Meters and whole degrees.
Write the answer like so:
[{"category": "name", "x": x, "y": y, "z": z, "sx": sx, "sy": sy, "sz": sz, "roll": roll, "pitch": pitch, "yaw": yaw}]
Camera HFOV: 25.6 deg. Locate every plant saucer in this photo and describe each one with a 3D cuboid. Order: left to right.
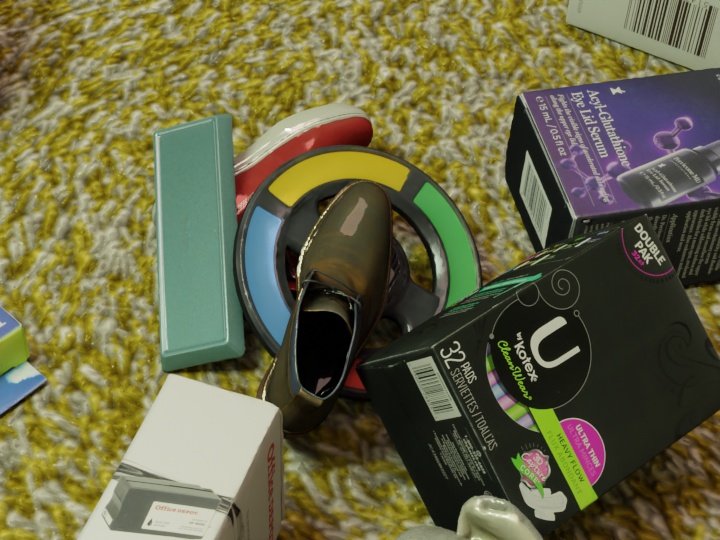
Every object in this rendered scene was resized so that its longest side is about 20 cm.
[{"category": "plant saucer", "x": -0.128, "y": -0.026, "z": 1.214, "sx": 0.069, "sy": 0.019, "sz": 0.202, "roll": -12, "pitch": 67, "yaw": 18}]

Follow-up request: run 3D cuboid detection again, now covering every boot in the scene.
[{"category": "boot", "x": -0.047, "y": -0.042, "z": 1.261, "sx": 0.199, "sy": 0.073, "sz": 0.144, "roll": -32, "pitch": 58, "yaw": -18}, {"category": "boot", "x": -0.011, "y": 0.020, "z": 1.116, "sx": 0.074, "sy": 0.097, "sz": 0.202, "roll": 21, "pitch": 74, "yaw": -9}]

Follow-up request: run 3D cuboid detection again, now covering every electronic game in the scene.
[{"category": "electronic game", "x": 0.000, "y": 0.000, "z": 1.197, "sx": 0.198, "sy": 0.042, "sz": 0.202, "roll": 7, "pitch": 69, "yaw": -19}]

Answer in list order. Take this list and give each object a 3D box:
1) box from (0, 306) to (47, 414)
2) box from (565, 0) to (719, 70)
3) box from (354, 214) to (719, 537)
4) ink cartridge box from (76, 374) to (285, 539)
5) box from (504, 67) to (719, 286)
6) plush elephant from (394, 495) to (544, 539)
[{"category": "box", "x": -0.342, "y": 0.045, "z": 1.178, "sx": 0.199, "sy": 0.048, "sz": 0.122, "roll": 36, "pitch": 56, "yaw": 26}, {"category": "box", "x": 0.308, "y": -0.299, "z": 1.420, "sx": 0.198, "sy": 0.201, "sz": 0.131, "roll": 23, "pitch": 51, "yaw": 16}, {"category": "box", "x": 0.128, "y": 0.076, "z": 1.091, "sx": 0.199, "sy": 0.124, "sz": 0.149, "roll": -29, "pitch": 94, "yaw": -27}, {"category": "ink cartridge box", "x": -0.121, "y": 0.190, "z": 0.999, "sx": 0.083, "sy": 0.145, "sz": 0.201, "roll": 16, "pitch": 49, "yaw": 11}, {"category": "box", "x": 0.234, "y": -0.071, "z": 1.279, "sx": 0.198, "sy": 0.105, "sz": 0.149, "roll": -9, "pitch": 49, "yaw": -11}, {"category": "plush elephant", "x": 0.040, "y": 0.224, "z": 0.977, "sx": 0.199, "sy": 0.165, "sz": 0.156, "roll": 1, "pitch": 56, "yaw": -42}]
